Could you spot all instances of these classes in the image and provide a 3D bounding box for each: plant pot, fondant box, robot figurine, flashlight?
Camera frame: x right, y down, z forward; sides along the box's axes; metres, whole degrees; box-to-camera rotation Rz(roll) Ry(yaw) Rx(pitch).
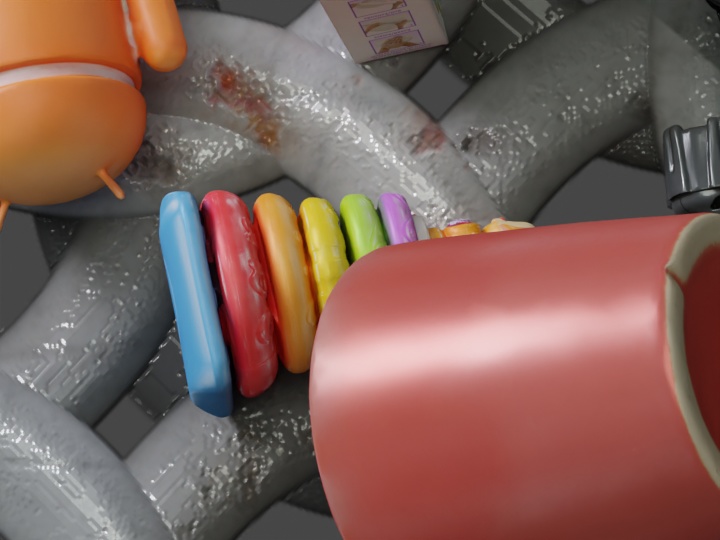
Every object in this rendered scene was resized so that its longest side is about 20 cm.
[{"bbox_3d":[0.105,0.063,1.002,0.177,0.200,0.202,-18,73,35],"label":"plant pot"},{"bbox_3d":[-0.008,-0.207,1.110,0.058,0.200,0.145,-14,75,8],"label":"fondant box"},{"bbox_3d":[-0.180,-0.122,1.167,0.143,0.117,0.201,-4,73,-27],"label":"robot figurine"},{"bbox_3d":[0.185,0.024,1.094,0.067,0.068,0.201,-9,77,11],"label":"flashlight"}]

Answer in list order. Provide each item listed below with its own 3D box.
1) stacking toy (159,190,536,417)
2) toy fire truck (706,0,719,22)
[{"bbox_3d":[0.000,0.000,1.124,0.199,0.116,0.110,-11,78,-4],"label":"stacking toy"},{"bbox_3d":[0.275,-0.169,1.106,0.199,0.129,0.177,-26,74,14],"label":"toy fire truck"}]
